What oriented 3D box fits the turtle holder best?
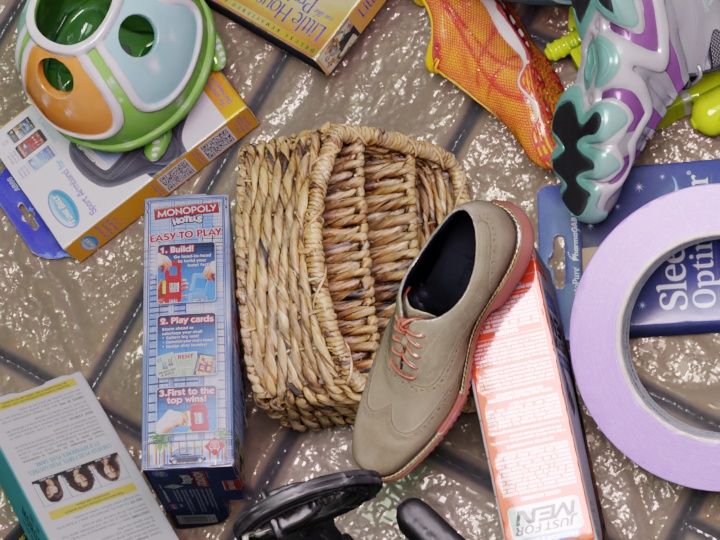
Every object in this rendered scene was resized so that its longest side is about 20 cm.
[{"bbox_3d":[-0.170,-0.181,1.366,0.185,0.132,0.141,-42,66,-1],"label":"turtle holder"}]

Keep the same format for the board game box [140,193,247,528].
[{"bbox_3d":[-0.112,0.059,1.287,0.062,0.200,0.200,-2,72,0],"label":"board game box"}]

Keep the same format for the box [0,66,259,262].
[{"bbox_3d":[-0.191,-0.100,1.437,0.200,0.041,0.119,-37,68,-2],"label":"box"}]

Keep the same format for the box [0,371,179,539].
[{"bbox_3d":[-0.193,0.165,1.310,0.082,0.049,0.200,-18,51,-23],"label":"box"}]

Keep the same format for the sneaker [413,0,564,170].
[{"bbox_3d":[0.095,-0.147,1.372,0.077,0.073,0.200,-36,60,17],"label":"sneaker"}]

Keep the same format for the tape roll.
[{"bbox_3d":[0.241,0.044,1.242,0.200,0.066,0.201,0,89,12],"label":"tape roll"}]

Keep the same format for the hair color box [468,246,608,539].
[{"bbox_3d":[0.113,0.091,1.252,0.064,0.111,0.200,-12,78,9],"label":"hair color box"}]

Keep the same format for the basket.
[{"bbox_3d":[0.000,0.000,1.301,0.149,0.143,0.200,-7,72,13],"label":"basket"}]

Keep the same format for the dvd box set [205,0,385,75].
[{"bbox_3d":[-0.018,-0.259,1.431,0.146,0.029,0.200,32,83,35],"label":"dvd box set"}]

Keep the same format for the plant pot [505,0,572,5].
[{"bbox_3d":[0.082,-0.280,1.306,0.135,0.200,0.200,0,72,35],"label":"plant pot"}]

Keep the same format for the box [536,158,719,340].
[{"bbox_3d":[0.222,-0.015,1.310,0.200,0.032,0.121,-5,72,14],"label":"box"}]

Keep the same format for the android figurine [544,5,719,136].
[{"bbox_3d":[0.233,-0.180,1.353,0.200,0.041,0.182,-24,70,3],"label":"android figurine"}]

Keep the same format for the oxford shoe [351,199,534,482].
[{"bbox_3d":[0.036,0.042,1.189,0.070,0.075,0.200,28,100,30],"label":"oxford shoe"}]

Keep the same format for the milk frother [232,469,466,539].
[{"bbox_3d":[0.001,0.235,1.193,0.181,0.200,0.188,-47,68,7],"label":"milk frother"}]

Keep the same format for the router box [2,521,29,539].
[{"bbox_3d":[-0.245,0.294,1.320,0.149,0.051,0.200,40,86,24],"label":"router box"}]

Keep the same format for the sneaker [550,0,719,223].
[{"bbox_3d":[0.211,-0.129,1.284,0.140,0.078,0.200,-2,112,-23],"label":"sneaker"}]
